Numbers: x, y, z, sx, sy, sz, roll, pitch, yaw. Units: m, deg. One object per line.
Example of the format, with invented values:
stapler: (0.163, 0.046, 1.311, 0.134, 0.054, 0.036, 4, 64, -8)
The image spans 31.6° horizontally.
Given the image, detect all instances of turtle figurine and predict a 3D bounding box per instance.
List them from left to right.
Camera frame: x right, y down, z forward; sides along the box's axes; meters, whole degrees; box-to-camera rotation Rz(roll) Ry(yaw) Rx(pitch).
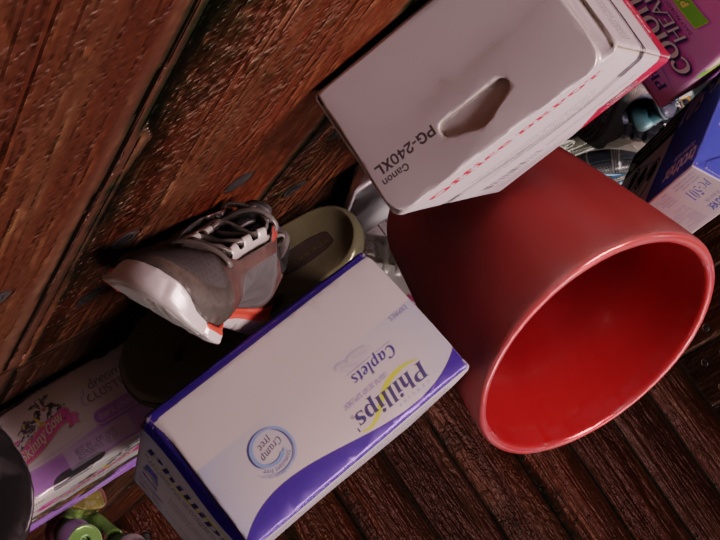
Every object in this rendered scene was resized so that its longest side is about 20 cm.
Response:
turtle figurine: (-0.278, 0.260, 1.151, 0.200, 0.144, 0.193, -40, -151, -25)

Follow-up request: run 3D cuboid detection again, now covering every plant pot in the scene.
plant pot: (0.120, 0.000, 0.912, 0.199, 0.178, 0.201, -22, 140, -20)

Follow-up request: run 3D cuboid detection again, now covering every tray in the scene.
tray: (0.023, -0.070, 1.001, 0.107, 0.022, 0.200, -33, 174, -11)

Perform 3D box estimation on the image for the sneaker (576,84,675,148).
sneaker: (0.228, -0.159, 1.036, 0.200, 0.087, 0.078, -32, 172, -30)

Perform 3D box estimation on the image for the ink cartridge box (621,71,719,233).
ink cartridge box: (0.237, -0.072, 0.929, 0.094, 0.044, 0.200, -63, -179, -17)

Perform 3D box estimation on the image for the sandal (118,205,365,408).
sandal: (-0.087, 0.014, 0.886, 0.201, 0.080, 0.057, -39, 154, -9)

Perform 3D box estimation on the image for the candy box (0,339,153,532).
candy box: (-0.231, 0.138, 1.001, 0.167, 0.072, 0.200, -31, 173, -26)

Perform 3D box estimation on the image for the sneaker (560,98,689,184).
sneaker: (0.201, -0.105, 1.089, 0.199, 0.078, 0.087, -1, 140, -5)

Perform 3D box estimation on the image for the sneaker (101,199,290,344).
sneaker: (-0.089, -0.010, 0.755, 0.082, 0.077, 0.200, -61, 173, 4)

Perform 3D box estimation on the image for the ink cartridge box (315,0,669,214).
ink cartridge box: (0.083, -0.110, 0.727, 0.145, 0.084, 0.200, -37, 173, 21)

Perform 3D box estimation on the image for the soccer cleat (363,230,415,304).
soccer cleat: (0.000, 0.000, 0.990, 0.199, 0.070, 0.087, -12, 141, -23)

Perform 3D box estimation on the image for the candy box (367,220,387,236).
candy box: (-0.001, -0.004, 1.213, 0.115, 0.055, 0.200, -41, 172, 33)

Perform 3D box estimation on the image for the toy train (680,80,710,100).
toy train: (0.237, -0.150, 1.158, 0.199, 0.086, 0.114, -23, 169, 11)

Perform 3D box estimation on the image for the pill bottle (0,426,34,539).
pill bottle: (-0.284, 0.166, 0.761, 0.112, 0.112, 0.200, -27, 171, -48)

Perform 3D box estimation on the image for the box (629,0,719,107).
box: (0.281, -0.225, 0.848, 0.175, 0.097, 0.200, -31, 172, -30)

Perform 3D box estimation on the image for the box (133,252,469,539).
box: (-0.048, 0.105, 0.862, 0.184, 0.105, 0.200, -38, 172, -22)
